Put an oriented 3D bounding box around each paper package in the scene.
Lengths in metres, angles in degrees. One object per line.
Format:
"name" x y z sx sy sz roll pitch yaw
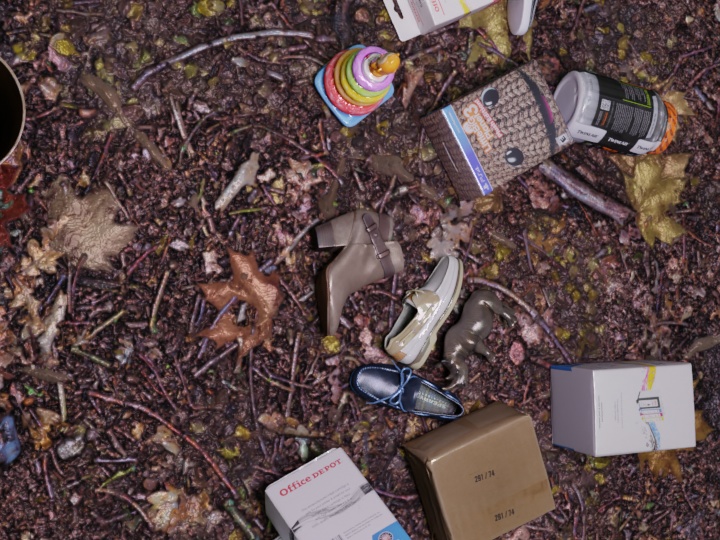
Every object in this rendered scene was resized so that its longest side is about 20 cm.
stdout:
"paper package" 0.195 0.340 1.675 0.199 0.103 0.192 -22 105 -18

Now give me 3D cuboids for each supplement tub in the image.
"supplement tub" 0.443 -0.271 1.781 0.199 0.122 0.123 12 85 -17

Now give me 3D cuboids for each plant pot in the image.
"plant pot" -0.558 -0.206 1.395 0.186 0.200 0.188 0 89 -19

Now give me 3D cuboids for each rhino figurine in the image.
"rhino figurine" 0.186 0.118 1.705 0.087 0.060 0.201 37 70 -8

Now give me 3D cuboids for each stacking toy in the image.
"stacking toy" 0.014 -0.309 1.594 0.116 0.200 0.110 -40 101 -15

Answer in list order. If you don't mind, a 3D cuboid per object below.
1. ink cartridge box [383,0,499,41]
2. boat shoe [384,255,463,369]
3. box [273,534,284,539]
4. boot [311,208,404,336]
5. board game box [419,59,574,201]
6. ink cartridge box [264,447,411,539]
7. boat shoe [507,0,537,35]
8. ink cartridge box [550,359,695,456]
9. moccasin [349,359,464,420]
"ink cartridge box" 0.140 -0.476 1.712 0.199 0.067 0.117 -27 97 -18
"boat shoe" 0.105 0.059 1.680 0.068 0.075 0.201 28 78 -18
"box" -0.092 0.504 1.530 0.200 0.060 0.116 38 34 19
"boot" 0.000 0.000 1.650 0.145 0.070 0.202 -5 90 -21
"board game box" 0.231 -0.236 1.720 0.199 0.097 0.160 -31 98 -17
"ink cartridge box" -0.036 0.393 1.554 0.144 0.085 0.200 -25 55 -24
"boat shoe" 0.301 -0.503 1.771 0.067 0.072 0.202 9 78 -17
"ink cartridge box" 0.450 0.232 1.753 0.199 0.147 0.146 -1 88 -19
"moccasin" 0.083 0.195 1.670 0.199 0.068 0.081 14 84 -18
